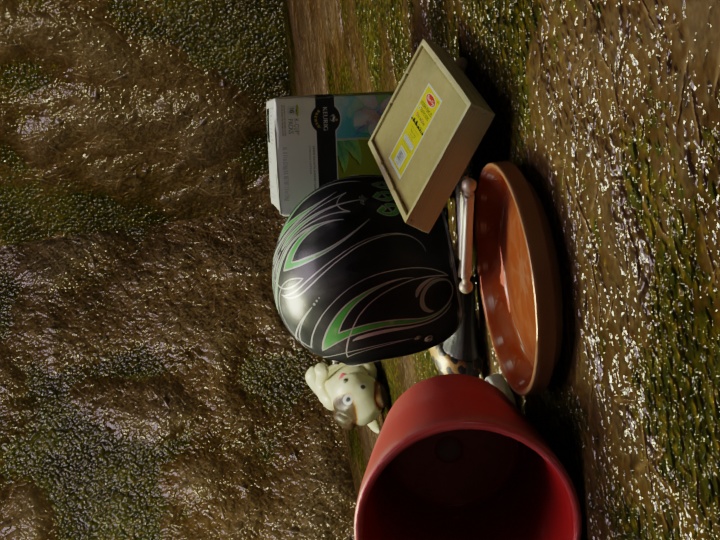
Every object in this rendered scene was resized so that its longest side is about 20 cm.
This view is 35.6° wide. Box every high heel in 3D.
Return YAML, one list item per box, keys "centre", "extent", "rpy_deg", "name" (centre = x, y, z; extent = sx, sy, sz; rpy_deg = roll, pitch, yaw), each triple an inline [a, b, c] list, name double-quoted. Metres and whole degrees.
- centre: [0.084, 0.062, 1.301]
  extent: [0.200, 0.070, 0.145]
  rpy_deg: [-147, 55, -70]
  name: "high heel"

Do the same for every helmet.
- centre: [0.000, 0.000, 1.170]
  extent: [0.200, 0.188, 0.203]
  rpy_deg: [169, 90, -90]
  name: "helmet"

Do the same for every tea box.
- centre: [-0.009, -0.141, 1.324]
  extent: [0.200, 0.194, 0.136]
  rpy_deg: [-131, 37, -80]
  name: "tea box"

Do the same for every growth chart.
- centre: [0.099, -0.090, 1.095]
  extent: [0.146, 0.017, 0.202]
  rpy_deg: [86, -176, -46]
  name: "growth chart"

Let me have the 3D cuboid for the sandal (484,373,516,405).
- centre: [0.133, 0.198, 1.157]
  extent: [0.083, 0.049, 0.205]
  rpy_deg: [-113, 16, -66]
  name: "sandal"

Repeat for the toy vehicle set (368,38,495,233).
- centre: [0.063, -0.135, 1.078]
  extent: [0.125, 0.026, 0.201]
  rpy_deg: [-61, 22, 21]
  name: "toy vehicle set"

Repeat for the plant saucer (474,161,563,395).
- centre: [0.137, 0.006, 0.971]
  extent: [0.200, 0.032, 0.203]
  rpy_deg: [173, 90, -83]
  name: "plant saucer"

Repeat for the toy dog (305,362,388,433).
- centre: [-0.018, 0.243, 2.165]
  extent: [0.200, 0.138, 0.196]
  rpy_deg: [-167, 56, -83]
  name: "toy dog"

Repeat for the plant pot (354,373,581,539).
- centre: [0.089, 0.193, 1.015]
  extent: [0.178, 0.197, 0.203]
  rpy_deg: [-91, -5, -73]
  name: "plant pot"
